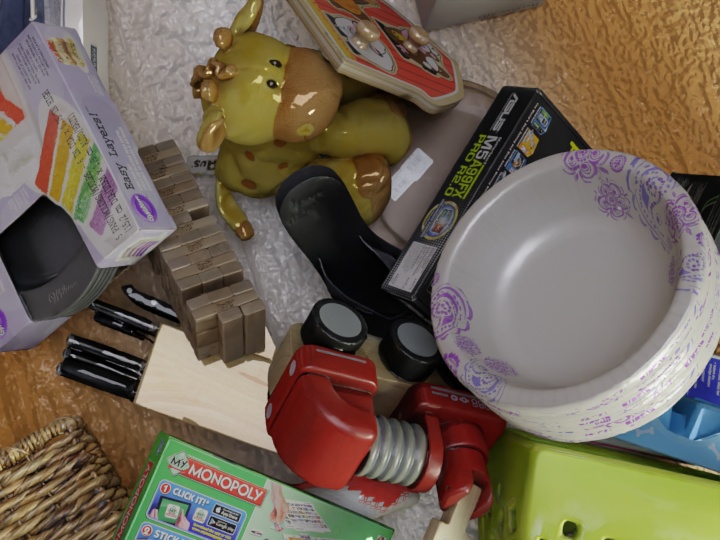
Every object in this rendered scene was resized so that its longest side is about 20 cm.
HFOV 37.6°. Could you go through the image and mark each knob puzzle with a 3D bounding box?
[{"bbox_3d":[0.020,-0.202,0.873,0.219,0.220,0.030,40,115,1],"label":"knob puzzle"}]

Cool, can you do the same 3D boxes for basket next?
[{"bbox_3d":[-0.262,0.219,0.792,0.199,0.143,0.150,-34,90,-20],"label":"basket"}]

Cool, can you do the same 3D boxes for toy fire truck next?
[{"bbox_3d":[0.019,0.146,0.768,0.175,0.129,0.201,16,37,-21],"label":"toy fire truck"}]

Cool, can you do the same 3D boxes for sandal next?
[{"bbox_3d":[-0.001,0.000,0.849,0.076,0.043,0.200,-38,129,9],"label":"sandal"}]

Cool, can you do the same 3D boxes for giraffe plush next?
[{"bbox_3d":[-0.064,-0.131,0.837,0.198,0.162,0.174,-15,69,2],"label":"giraffe plush"}]

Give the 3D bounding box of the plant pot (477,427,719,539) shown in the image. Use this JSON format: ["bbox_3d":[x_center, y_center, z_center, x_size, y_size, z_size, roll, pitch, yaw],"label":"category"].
[{"bbox_3d":[0.186,0.231,0.811,0.198,0.199,0.183,13,86,-2],"label":"plant pot"}]

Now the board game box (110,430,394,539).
[{"bbox_3d":[-0.083,0.217,0.770,0.199,0.029,0.135,28,78,-24],"label":"board game box"}]

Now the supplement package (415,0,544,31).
[{"bbox_3d":[0.107,-0.299,0.873,0.120,0.200,0.121,-14,83,-7],"label":"supplement package"}]

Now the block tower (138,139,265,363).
[{"bbox_3d":[-0.139,-0.020,0.839,0.054,0.058,0.200,-19,55,-21],"label":"block tower"}]

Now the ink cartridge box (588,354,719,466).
[{"bbox_3d":[0.260,0.112,0.908,0.198,0.037,0.095,12,76,-1],"label":"ink cartridge box"}]

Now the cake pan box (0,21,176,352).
[{"bbox_3d":[-0.255,-0.059,0.830,0.184,0.052,0.201,-35,77,27],"label":"cake pan box"}]

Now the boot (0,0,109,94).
[{"bbox_3d":[-0.265,-0.150,0.895,0.090,0.073,0.202,-2,81,10],"label":"boot"}]

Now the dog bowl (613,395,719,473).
[{"bbox_3d":[0.241,0.118,0.837,0.199,0.111,0.050,18,89,-1],"label":"dog bowl"}]

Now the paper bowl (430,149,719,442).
[{"bbox_3d":[0.158,0.024,0.753,0.199,0.104,0.202,-17,54,25],"label":"paper bowl"}]

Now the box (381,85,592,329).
[{"bbox_3d":[0.127,-0.025,0.873,0.160,0.044,0.201,39,78,-35],"label":"box"}]

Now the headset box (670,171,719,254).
[{"bbox_3d":[0.333,-0.003,0.857,0.173,0.200,0.093,23,96,-1],"label":"headset box"}]

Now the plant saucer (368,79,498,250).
[{"bbox_3d":[0.074,-0.075,0.926,0.198,0.029,0.202,1,82,-4],"label":"plant saucer"}]

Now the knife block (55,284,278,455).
[{"bbox_3d":[-0.147,0.099,0.864,0.175,0.064,0.201,-25,85,-7],"label":"knife block"}]

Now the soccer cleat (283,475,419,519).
[{"bbox_3d":[-0.046,0.204,0.841,0.198,0.069,0.086,0,75,-21],"label":"soccer cleat"}]
